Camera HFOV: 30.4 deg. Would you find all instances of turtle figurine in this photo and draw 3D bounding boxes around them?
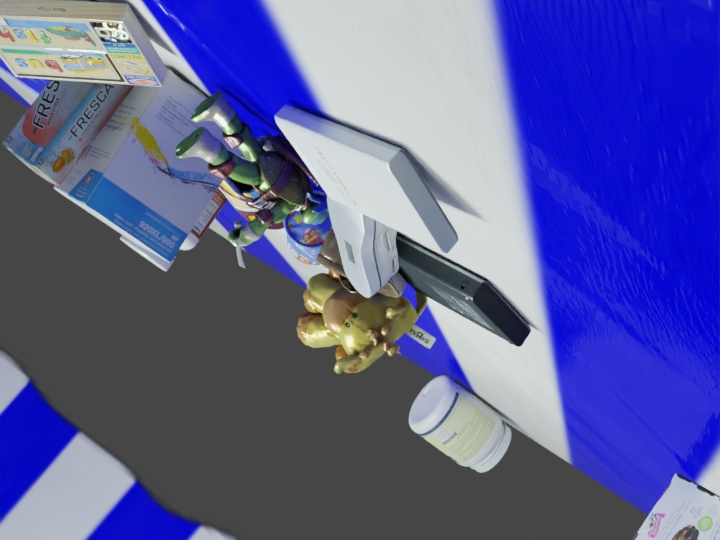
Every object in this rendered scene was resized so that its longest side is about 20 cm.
[{"bbox_3d":[-0.144,-0.107,1.601,0.194,0.144,0.200,42,167,-26],"label":"turtle figurine"}]

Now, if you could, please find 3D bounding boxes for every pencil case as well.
[{"bbox_3d":[-0.066,-0.058,1.838,0.087,0.078,0.200,41,174,4],"label":"pencil case"}]

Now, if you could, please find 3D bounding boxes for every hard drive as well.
[{"bbox_3d":[0.004,-0.096,1.348,0.199,0.027,0.132,28,160,49],"label":"hard drive"},{"bbox_3d":[0.110,0.019,1.689,0.199,0.033,0.139,29,171,43],"label":"hard drive"}]

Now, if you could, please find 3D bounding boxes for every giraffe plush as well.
[{"bbox_3d":[0.002,0.073,1.837,0.198,0.174,0.162,16,-171,8],"label":"giraffe plush"}]

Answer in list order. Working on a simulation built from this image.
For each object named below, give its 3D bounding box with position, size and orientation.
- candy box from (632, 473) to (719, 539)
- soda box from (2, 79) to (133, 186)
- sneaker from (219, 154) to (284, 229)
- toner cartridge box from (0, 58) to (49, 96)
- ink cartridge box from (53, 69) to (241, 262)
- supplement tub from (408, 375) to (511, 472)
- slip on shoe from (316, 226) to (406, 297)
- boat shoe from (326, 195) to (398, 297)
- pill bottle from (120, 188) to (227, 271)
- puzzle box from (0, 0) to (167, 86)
[{"bbox_3d":[0.510,0.424,1.964,0.199,0.168,0.072,29,170,45],"label":"candy box"},{"bbox_3d":[-0.357,-0.210,1.670,0.063,0.201,0.068,31,171,26],"label":"soda box"},{"bbox_3d":[-0.153,-0.112,1.900,0.200,0.075,0.090,39,177,-39],"label":"sneaker"},{"bbox_3d":[-0.481,-0.318,2.001,0.199,0.095,0.043,35,174,8],"label":"toner cartridge box"},{"bbox_3d":[-0.268,-0.142,1.718,0.144,0.201,0.147,36,173,-29],"label":"ink cartridge box"},{"bbox_3d":[0.222,0.342,2.938,0.199,0.146,0.145,37,173,-17],"label":"supplement tub"},{"bbox_3d":[0.000,0.000,1.691,0.076,0.061,0.200,36,175,24],"label":"slip on shoe"},{"bbox_3d":[0.009,-0.053,1.545,0.074,0.065,0.201,43,157,28],"label":"boat shoe"},{"bbox_3d":[-0.263,-0.104,1.954,0.112,0.201,0.112,34,174,4],"label":"pill bottle"},{"bbox_3d":[-0.336,-0.263,1.531,0.198,0.026,0.133,5,157,16],"label":"puzzle box"}]
